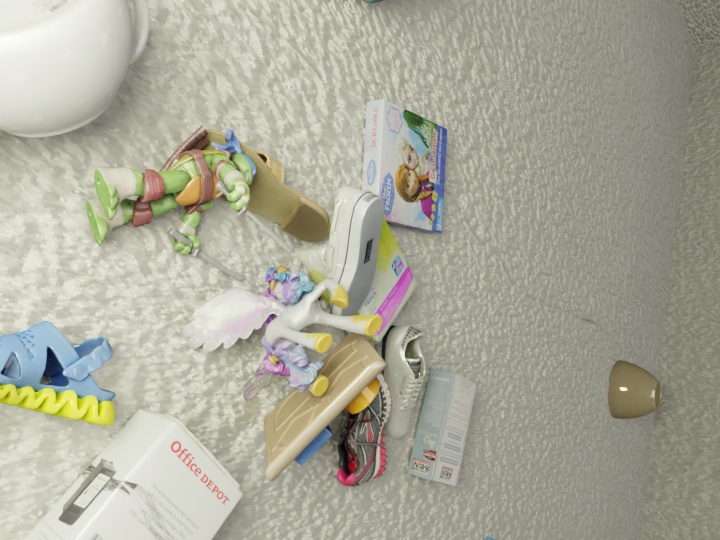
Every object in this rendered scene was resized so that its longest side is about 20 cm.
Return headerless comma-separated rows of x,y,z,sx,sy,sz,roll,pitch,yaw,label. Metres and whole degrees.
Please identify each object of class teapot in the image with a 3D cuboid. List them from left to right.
-0.291,-0.195,0.510,0.197,0.199,0.147,-13,148,-11,teapot

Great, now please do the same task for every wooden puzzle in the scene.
-0.045,0.167,0.720,0.185,0.200,0.046,-44,99,-3,wooden puzzle

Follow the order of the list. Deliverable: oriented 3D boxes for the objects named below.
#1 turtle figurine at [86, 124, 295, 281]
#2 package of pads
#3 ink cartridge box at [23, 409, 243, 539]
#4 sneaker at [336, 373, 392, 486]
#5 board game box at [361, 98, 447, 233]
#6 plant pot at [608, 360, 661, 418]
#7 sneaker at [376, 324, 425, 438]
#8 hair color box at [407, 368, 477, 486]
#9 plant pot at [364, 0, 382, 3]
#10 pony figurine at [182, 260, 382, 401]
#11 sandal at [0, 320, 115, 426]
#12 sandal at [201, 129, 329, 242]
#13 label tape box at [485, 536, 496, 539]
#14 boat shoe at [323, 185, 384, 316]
-0.186,-0.057,0.628,0.192,0.143,0.203,-14,109,-38,turtle figurine
0.000,0.000,0.899,0.155,0.068,0.201,-50,123,-35,package of pads
-0.246,0.279,0.615,0.201,0.083,0.146,-53,127,-34,ink cartridge box
0.001,0.245,0.899,0.074,0.080,0.204,-5,95,-46,sneaker
0.082,-0.178,1.009,0.198,0.041,0.204,5,87,-48,board game box
0.959,0.421,1.951,0.199,0.133,0.204,-2,93,-49,plant pot
0.072,0.197,0.979,0.076,0.080,0.204,-8,98,-49,sneaker
0.162,0.305,1.097,0.099,0.060,0.203,32,67,-44,hair color box
0.023,-0.492,0.847,0.199,0.200,0.136,30,97,-44,plant pot
-0.098,0.077,0.727,0.193,0.199,0.167,-47,132,-18,pony figurine
-0.319,0.088,0.542,0.200,0.079,0.088,38,60,-51,sandal
-0.130,-0.119,0.759,0.211,0.078,0.070,35,25,-24,sandal
0.323,0.726,1.289,0.201,0.065,0.144,55,53,-37,label tape box
-0.018,-0.021,0.783,0.073,0.065,0.203,-23,134,-52,boat shoe
